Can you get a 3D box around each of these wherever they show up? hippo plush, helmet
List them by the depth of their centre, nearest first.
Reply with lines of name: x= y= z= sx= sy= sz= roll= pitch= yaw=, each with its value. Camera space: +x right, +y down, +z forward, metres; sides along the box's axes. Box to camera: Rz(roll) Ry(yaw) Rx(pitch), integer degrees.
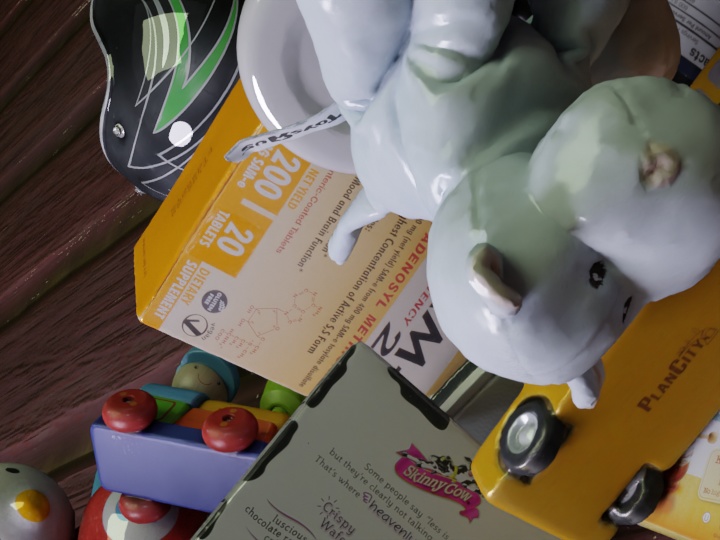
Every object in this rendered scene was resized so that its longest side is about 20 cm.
hippo plush: x=0.044 y=-0.048 z=0.509 sx=0.199 sy=0.159 sz=0.162 roll=-34 pitch=44 yaw=14
helmet: x=-0.101 y=-0.145 z=1.087 sx=0.200 sy=0.198 sz=0.193 roll=-36 pitch=59 yaw=45

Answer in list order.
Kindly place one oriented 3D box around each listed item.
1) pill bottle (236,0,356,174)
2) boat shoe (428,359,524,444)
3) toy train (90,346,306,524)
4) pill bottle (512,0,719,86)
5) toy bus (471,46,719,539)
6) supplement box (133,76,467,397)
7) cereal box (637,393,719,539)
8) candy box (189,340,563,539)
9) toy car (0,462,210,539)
pill bottle: x=0.005 y=-0.131 z=0.695 sx=0.111 sy=0.110 sz=0.201 roll=-52 pitch=14 yaw=23
boat shoe: x=0.037 y=0.098 z=0.732 sx=0.201 sy=0.075 sz=0.060 roll=-55 pitch=33 yaw=17
toy train: x=-0.056 y=0.105 z=0.906 sx=0.116 sy=0.198 sz=0.086 roll=-50 pitch=-38 yaw=-53
pill bottle: x=0.136 y=-0.138 z=0.699 sx=0.201 sy=0.111 sz=0.112 roll=-60 pitch=26 yaw=8
toy bus: x=0.119 y=0.010 z=0.571 sx=0.201 sy=0.065 sz=0.078 roll=-55 pitch=27 yaw=18
supplement box: x=0.000 y=0.000 z=0.745 sx=0.127 sy=0.199 sz=0.074 roll=-55 pitch=25 yaw=21
cereal box: x=0.168 y=0.016 z=0.596 sx=0.144 sy=0.039 sz=0.202 roll=9 pitch=75 yaw=64
candy box: x=-0.015 y=0.151 z=0.633 sx=0.200 sy=0.136 sz=0.061 roll=-49 pitch=1 yaw=-11
toy car: x=-0.207 y=0.177 z=0.972 sx=0.177 sy=0.199 sz=0.186 roll=-42 pitch=33 yaw=44
